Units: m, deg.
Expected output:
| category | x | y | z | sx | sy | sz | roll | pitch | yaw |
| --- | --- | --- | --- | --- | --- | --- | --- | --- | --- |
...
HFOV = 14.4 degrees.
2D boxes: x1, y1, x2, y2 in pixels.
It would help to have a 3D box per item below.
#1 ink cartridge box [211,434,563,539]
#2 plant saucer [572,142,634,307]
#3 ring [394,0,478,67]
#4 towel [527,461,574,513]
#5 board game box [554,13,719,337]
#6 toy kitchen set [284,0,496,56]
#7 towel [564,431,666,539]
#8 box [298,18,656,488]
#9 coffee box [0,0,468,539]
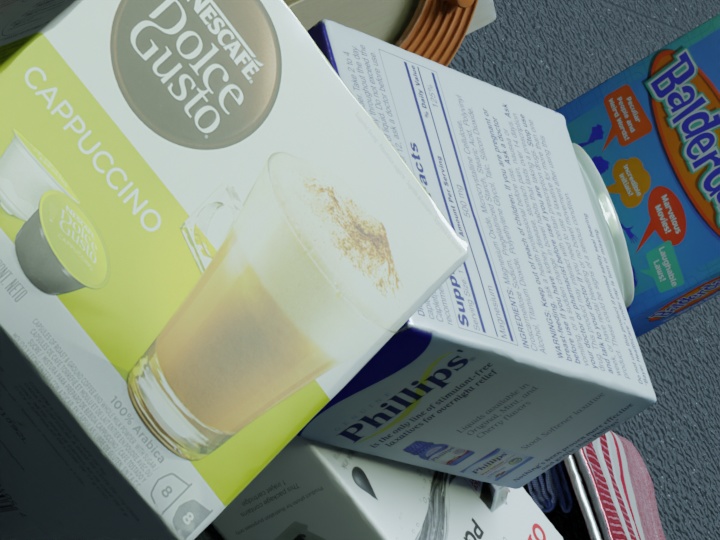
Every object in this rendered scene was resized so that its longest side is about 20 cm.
| category | x | y | z | sx | sy | sz | roll | pitch | yaw |
| --- | --- | --- | --- | --- | --- | --- | --- | --- | --- |
| ink cartridge box | 0.006 | 0.122 | 1.498 | 0.200 | 0.083 | 0.147 | 52 | 30 | -14 |
| plant saucer | 0.123 | -0.020 | 1.721 | 0.200 | 0.050 | 0.200 | 161 | -90 | -83 |
| ring | -0.015 | -0.156 | 1.514 | 0.200 | 0.200 | 0.019 | 34 | 0 | -38 |
| towel | 0.090 | 0.038 | 1.687 | 0.147 | 0.024 | 0.200 | -48 | 121 | -79 |
| board game box | 0.186 | -0.050 | 1.802 | 0.045 | 0.200 | 0.152 | 9 | 56 | -54 |
| toy kitchen set | -0.044 | -0.178 | 1.613 | 0.180 | 0.163 | 0.200 | 40 | -29 | 49 |
| towel | 0.159 | 0.148 | 1.700 | 0.200 | 0.023 | 0.144 | 40 | 29 | -68 |
| box | 0.032 | -0.004 | 1.460 | 0.200 | 0.105 | 0.184 | 18 | 46 | -45 |
| coffee box | -0.117 | -0.014 | 1.245 | 0.198 | 0.200 | 0.200 | -45 | 106 | -27 |
